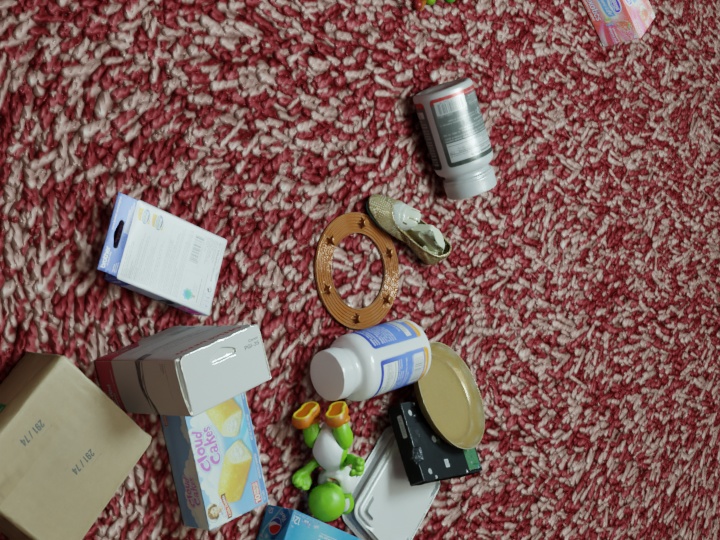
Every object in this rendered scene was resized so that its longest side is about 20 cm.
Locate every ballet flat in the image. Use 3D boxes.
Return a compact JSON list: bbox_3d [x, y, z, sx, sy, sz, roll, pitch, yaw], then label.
[{"bbox_3d":[0.094,-0.079,1.886,0.200,0.065,0.071,35,53,-38],"label":"ballet flat"}]

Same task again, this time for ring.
[{"bbox_3d":[0.000,0.000,1.824,0.200,0.019,0.202,4,85,-45],"label":"ring"}]

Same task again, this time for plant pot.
[{"bbox_3d":[0.154,0.226,1.901,0.200,0.027,0.201,35,41,-38],"label":"plant pot"}]

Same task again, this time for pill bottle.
[{"bbox_3d":[0.177,-0.240,1.948,0.114,0.113,0.201,-31,109,-41],"label":"pill bottle"},{"bbox_3d":[0.015,0.152,1.763,0.199,0.112,0.113,-12,96,-44],"label":"pill bottle"}]

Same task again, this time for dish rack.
[{"bbox_3d":[0.064,0.391,1.843,0.172,0.043,0.200,54,54,-28],"label":"dish rack"}]

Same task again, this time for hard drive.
[{"bbox_3d":[0.133,0.300,1.874,0.199,0.038,0.141,4,64,-53],"label":"hard drive"}]

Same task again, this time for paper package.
[{"bbox_3d":[-0.400,0.233,1.353,0.191,0.103,0.200,51,56,-28],"label":"paper package"}]

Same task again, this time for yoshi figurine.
[{"bbox_3d":[-0.052,0.316,1.693,0.111,0.112,0.201,-20,114,-23],"label":"yoshi figurine"}]

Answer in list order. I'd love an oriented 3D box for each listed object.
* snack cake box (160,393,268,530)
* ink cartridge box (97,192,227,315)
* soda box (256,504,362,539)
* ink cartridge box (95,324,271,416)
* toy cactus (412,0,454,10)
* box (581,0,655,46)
[{"bbox_3d":[-0.217,0.263,1.558,0.115,0.067,0.201,-18,100,-45],"label":"snack cake box"},{"bbox_3d":[-0.288,-0.021,1.525,0.199,0.042,0.120,27,69,-43],"label":"ink cartridge box"},{"bbox_3d":[-0.068,0.436,1.692,0.200,0.068,0.065,35,65,-38],"label":"soda box"},{"bbox_3d":[-0.242,0.134,1.447,0.146,0.199,0.083,-23,103,-43],"label":"ink cartridge box"},{"bbox_3d":[0.136,-0.571,1.957,0.200,0.102,0.166,-34,101,-32],"label":"toy cactus"},{"bbox_3d":[0.560,-0.613,2.360,0.095,0.102,0.201,-53,123,-33],"label":"box"}]
